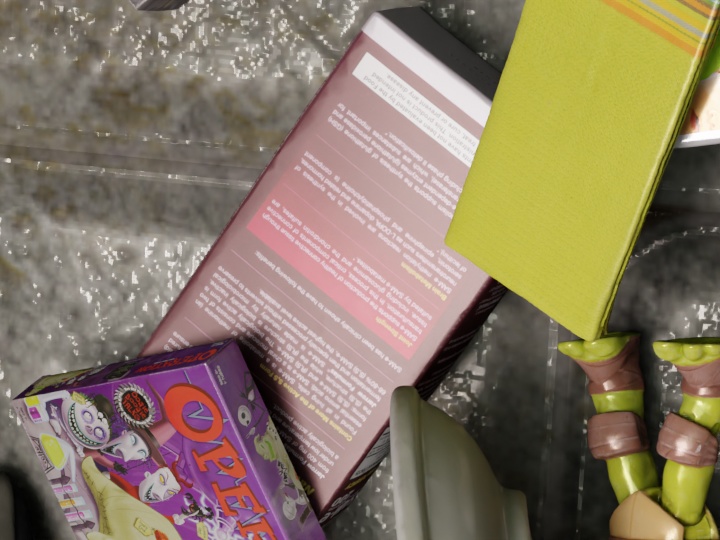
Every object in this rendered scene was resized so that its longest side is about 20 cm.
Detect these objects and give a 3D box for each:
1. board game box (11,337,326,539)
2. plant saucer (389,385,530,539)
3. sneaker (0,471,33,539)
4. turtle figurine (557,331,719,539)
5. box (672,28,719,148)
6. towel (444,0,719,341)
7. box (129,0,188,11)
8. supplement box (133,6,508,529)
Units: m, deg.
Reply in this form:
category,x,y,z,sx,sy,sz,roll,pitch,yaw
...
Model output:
category,x,y,z,sx,sy,sz,roll,pitch,yaw
board game box,-0.062,0.130,1.166,0.120,0.032,0.201,-14,107,35
plant saucer,0.048,0.143,1.078,0.050,0.200,0.201,-7,95,4
sneaker,-0.145,0.191,1.227,0.076,0.114,0.200,-34,54,41
turtle figurine,0.128,0.108,1.104,0.200,0.064,0.162,3,94,58
box,0.196,-0.158,1.045,0.176,0.097,0.201,-6,95,22
towel,0.094,-0.078,1.042,0.086,0.018,0.201,36,120,34
box,-0.088,-0.236,1.158,0.158,0.048,0.200,-39,83,20
supplement box,0.000,0.000,1.152,0.109,0.061,0.200,39,107,10
